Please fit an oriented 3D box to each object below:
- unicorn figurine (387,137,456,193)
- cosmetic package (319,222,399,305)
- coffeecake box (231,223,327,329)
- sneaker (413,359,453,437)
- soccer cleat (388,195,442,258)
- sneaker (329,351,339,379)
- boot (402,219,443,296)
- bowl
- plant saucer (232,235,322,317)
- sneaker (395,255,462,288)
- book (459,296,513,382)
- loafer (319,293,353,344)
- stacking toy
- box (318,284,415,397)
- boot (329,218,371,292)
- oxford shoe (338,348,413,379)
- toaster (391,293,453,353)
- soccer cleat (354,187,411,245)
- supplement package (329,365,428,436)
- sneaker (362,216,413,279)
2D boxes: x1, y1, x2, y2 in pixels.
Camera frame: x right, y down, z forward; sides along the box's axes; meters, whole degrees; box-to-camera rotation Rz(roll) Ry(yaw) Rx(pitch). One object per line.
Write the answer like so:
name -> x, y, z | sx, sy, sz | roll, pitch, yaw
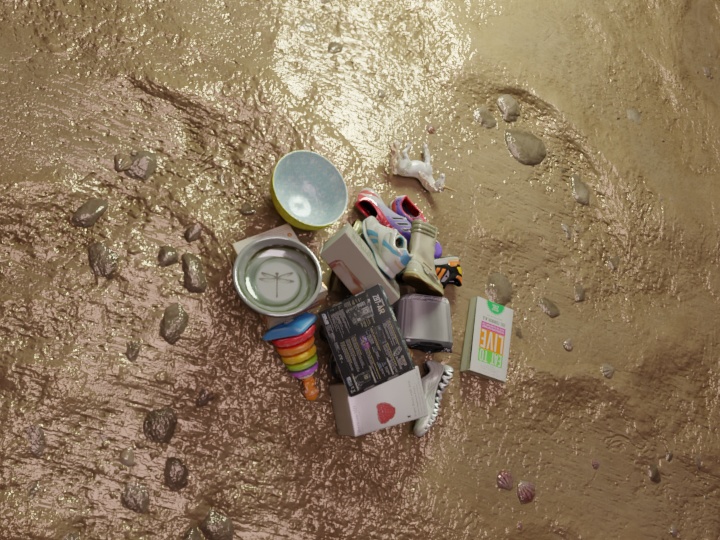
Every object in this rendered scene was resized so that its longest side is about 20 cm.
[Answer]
unicorn figurine -> 0.163, -0.286, 1.695 | 0.195, 0.074, 0.141 | 3, 86, -7
cosmetic package -> 0.000, 0.000, 1.450 | 0.087, 0.104, 0.201 | -37, 100, 13
coffeecake box -> -0.191, 0.010, 1.436 | 0.151, 0.074, 0.202 | -22, 66, -25
sneaker -> 0.166, 0.322, 1.560 | 0.080, 0.075, 0.203 | 27, 63, -4
soccer cleat -> 0.155, -0.113, 1.644 | 0.068, 0.073, 0.201 | -41, 95, -25
sneaker -> -0.003, 0.177, 1.506 | 0.077, 0.085, 0.201 | 41, 67, -9
boot -> 0.166, -0.026, 1.534 | 0.199, 0.071, 0.159 | 35, 59, -58
bowl -> -0.140, -0.179, 1.509 | 0.196, 0.107, 0.205 | 12, 65, -26
plant saucer -> -0.183, 0.020, 1.357 | 0.195, 0.051, 0.204 | 6, 58, -9
sneaker -> 0.188, 0.021, 1.629 | 0.196, 0.070, 0.092 | -12, 80, -27
book -> 0.347, 0.189, 1.678 | 0.131, 0.048, 0.205 | 18, 70, -22
loafer -> -0.023, 0.096, 1.510 | 0.071, 0.064, 0.200 | 30, 56, 26
stacking toy -> -0.137, 0.210, 1.442 | 0.110, 0.114, 0.204 | -41, 117, -64
box -> 0.013, 0.156, 1.377 | 0.158, 0.043, 0.204 | -25, 78, 9
boot -> 0.015, -0.011, 1.561 | 0.153, 0.073, 0.203 | 27, 63, -10
oxford shoe -> 0.040, 0.202, 1.456 | 0.196, 0.071, 0.073 | -9, 103, -27
toaster -> 0.157, 0.136, 1.569 | 0.195, 0.113, 0.133 | 7, 73, -22
soccer cleat -> 0.065, -0.127, 1.593 | 0.199, 0.068, 0.073 | 42, 34, -4
supplement package -> 0.042, 0.312, 1.476 | 0.196, 0.119, 0.124 | -10, 83, -24
sneaker -> 0.065, -0.068, 1.483 | 0.076, 0.080, 0.202 | 38, 18, -43
